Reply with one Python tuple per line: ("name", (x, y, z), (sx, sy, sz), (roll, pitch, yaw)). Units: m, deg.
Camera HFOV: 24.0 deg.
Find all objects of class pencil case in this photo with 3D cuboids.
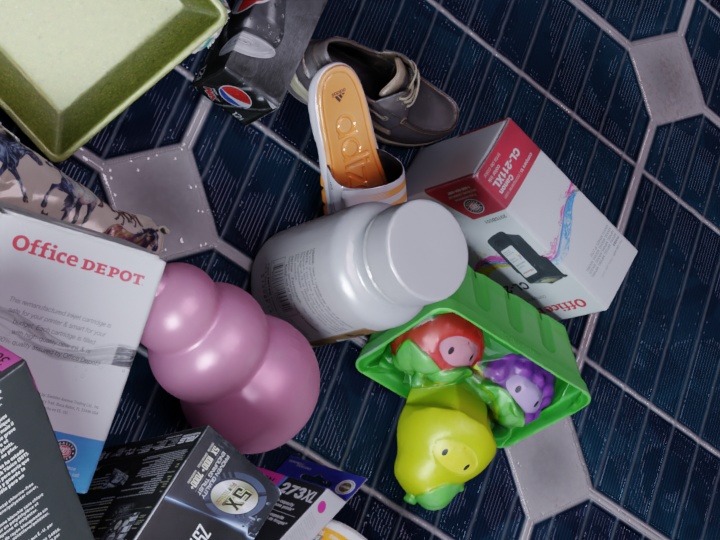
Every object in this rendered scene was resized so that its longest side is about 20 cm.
("pencil case", (-0.258, -0.051, 1.407), (0.200, 0.078, 0.089), (33, 84, -26))

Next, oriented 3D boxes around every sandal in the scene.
("sandal", (0.002, -0.092, 1.589), (0.079, 0.059, 0.207), (-29, 117, -25))

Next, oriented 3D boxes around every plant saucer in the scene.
("plant saucer", (-0.248, -0.228, 1.426), (0.200, 0.048, 0.200), (-39, 107, 7))

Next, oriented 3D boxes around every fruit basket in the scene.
("fruit basket", (0.099, 0.119, 1.602), (0.216, 0.155, 0.216), (26, 47, -32))

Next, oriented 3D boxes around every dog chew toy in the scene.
("dog chew toy", (-0.121, 0.067, 1.434), (0.200, 0.124, 0.125), (50, 54, -38))

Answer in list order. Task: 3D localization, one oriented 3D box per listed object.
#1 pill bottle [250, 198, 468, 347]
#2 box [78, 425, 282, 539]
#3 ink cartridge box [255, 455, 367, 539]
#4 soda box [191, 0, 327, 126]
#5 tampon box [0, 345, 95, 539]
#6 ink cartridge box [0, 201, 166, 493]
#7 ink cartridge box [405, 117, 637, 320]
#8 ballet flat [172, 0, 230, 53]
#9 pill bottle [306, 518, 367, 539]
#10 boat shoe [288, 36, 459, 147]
("pill bottle", (0.000, 0.000, 1.510), (0.114, 0.200, 0.114), (9, 75, -35))
("box", (-0.179, 0.218, 1.324), (0.086, 0.200, 0.164), (45, 57, -20))
("ink cartridge box", (-0.091, 0.222, 1.455), (0.200, 0.095, 0.037), (-42, 129, -36))
("soda box", (-0.082, -0.240, 1.593), (0.071, 0.063, 0.200), (35, 60, -25))
("tampon box", (-0.291, 0.144, 1.174), (0.126, 0.150, 0.200), (-36, 132, -30))
("ink cartridge box", (-0.260, 0.058, 1.333), (0.145, 0.084, 0.200), (18, 94, -32))
("ink cartridge box", (0.149, -0.041, 1.664), (0.200, 0.146, 0.083), (43, 59, -20))
("ballet flat", (-0.181, -0.275, 1.520), (0.072, 0.072, 0.200), (-8, 60, -38))
("pill bottle", (-0.065, 0.314, 1.441), (0.200, 0.116, 0.116), (-44, 106, -35))
("boat shoe", (0.022, -0.173, 1.647), (0.200, 0.073, 0.075), (14, 71, -33))
